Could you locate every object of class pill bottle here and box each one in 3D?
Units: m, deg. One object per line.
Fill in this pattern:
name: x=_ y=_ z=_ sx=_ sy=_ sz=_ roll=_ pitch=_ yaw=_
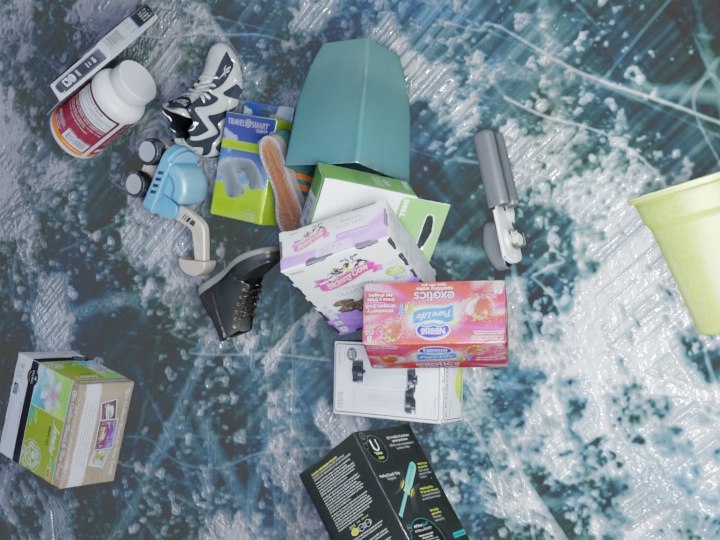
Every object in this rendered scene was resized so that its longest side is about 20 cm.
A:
pill bottle: x=-0.474 y=-0.301 z=2.026 sx=0.200 sy=0.113 sz=0.113 roll=-30 pitch=71 yaw=31

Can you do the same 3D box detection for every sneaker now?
sneaker: x=-0.277 y=-0.297 z=1.870 sx=0.079 sy=0.129 sz=0.200 roll=16 pitch=98 yaw=35
sneaker: x=-0.098 y=-0.131 z=1.773 sx=0.071 sy=0.080 sz=0.201 roll=0 pitch=109 yaw=45
sneaker: x=-0.185 y=0.038 z=1.832 sx=0.200 sy=0.075 sz=0.107 roll=-34 pitch=73 yaw=40

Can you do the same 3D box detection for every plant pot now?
plant pot: x=-0.009 y=-0.243 z=1.669 sx=0.141 sy=0.141 sz=0.201 roll=2 pitch=83 yaw=36
plant pot: x=0.443 y=-0.027 z=1.308 sx=0.200 sy=0.200 sz=0.185 roll=-18 pitch=89 yaw=34

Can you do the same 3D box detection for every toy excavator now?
toy excavator: x=-0.314 y=-0.114 z=1.921 sx=0.200 sy=0.100 sz=0.195 roll=33 pitch=109 yaw=24

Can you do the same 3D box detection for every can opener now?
can opener: x=0.192 y=-0.102 z=1.564 sx=0.066 sy=0.053 sz=0.201 roll=-14 pitch=80 yaw=36

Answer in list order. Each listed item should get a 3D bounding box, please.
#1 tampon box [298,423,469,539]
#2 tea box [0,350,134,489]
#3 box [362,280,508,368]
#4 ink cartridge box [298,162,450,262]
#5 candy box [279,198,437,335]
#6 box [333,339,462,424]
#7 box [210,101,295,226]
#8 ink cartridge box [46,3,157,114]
tampon box: x=0.035 y=0.346 z=1.602 sx=0.126 sy=0.150 sz=0.200 roll=-40 pitch=66 yaw=27
tea box: x=-0.550 y=0.274 z=2.045 sx=0.196 sy=0.133 sz=0.201 roll=17 pitch=98 yaw=35
box: x=0.106 y=0.077 z=1.530 sx=0.199 sy=0.100 sz=0.096 roll=-1 pitch=64 yaw=8
ink cartridge box: x=0.020 y=-0.083 z=1.614 sx=0.059 sy=0.199 sz=0.104 roll=-115 pitch=40 yaw=-59
candy box: x=0.000 y=0.000 z=1.582 sx=0.167 sy=0.200 sz=0.072 roll=-17 pitch=54 yaw=18
box: x=0.056 y=0.165 z=1.649 sx=0.199 sy=0.060 sz=0.117 roll=-1 pitch=87 yaw=37
box: x=-0.182 y=-0.184 z=1.847 sx=0.122 sy=0.048 sz=0.201 roll=13 pitch=97 yaw=36
ink cartridge box: x=-0.483 y=-0.388 z=1.998 sx=0.200 sy=0.198 sz=0.043 roll=-31 pitch=110 yaw=32
